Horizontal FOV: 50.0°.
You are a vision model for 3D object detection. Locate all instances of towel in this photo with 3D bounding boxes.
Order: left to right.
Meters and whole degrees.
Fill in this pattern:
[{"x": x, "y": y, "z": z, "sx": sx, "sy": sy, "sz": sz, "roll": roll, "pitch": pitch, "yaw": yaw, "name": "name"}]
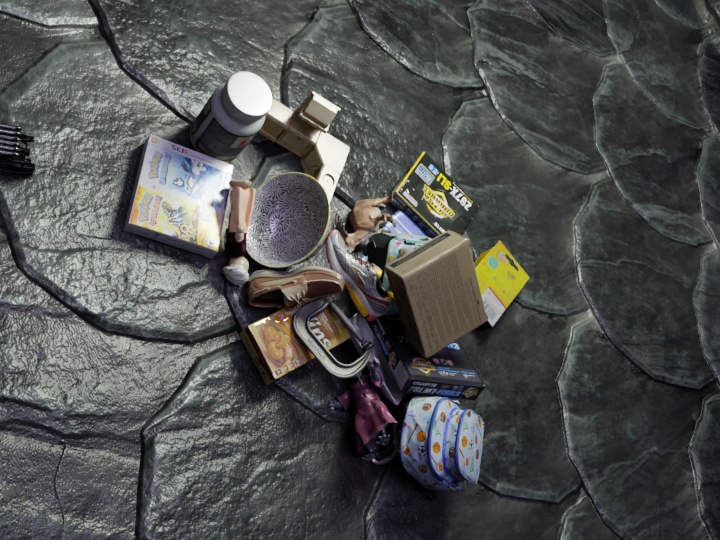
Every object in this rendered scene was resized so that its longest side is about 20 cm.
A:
[{"x": 0.091, "y": -0.031, "z": 1.762, "sx": 0.145, "sy": 0.024, "sz": 0.201, "roll": 44, "pitch": 55, "yaw": -10, "name": "towel"}]

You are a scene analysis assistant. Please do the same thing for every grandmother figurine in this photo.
[{"x": -0.238, "y": -0.073, "z": 1.515, "sx": 0.060, "sy": 0.121, "sz": 0.203, "roll": 2, "pitch": 92, "yaw": -5, "name": "grandmother figurine"}]

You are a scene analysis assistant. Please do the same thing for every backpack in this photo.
[{"x": 0.116, "y": 0.011, "z": 1.651, "sx": 0.198, "sy": 0.153, "sz": 0.178, "roll": 2, "pitch": 99, "yaw": -40, "name": "backpack"}, {"x": 0.158, "y": 0.345, "z": 1.552, "sx": 0.190, "sy": 0.153, "sz": 0.202, "roll": 36, "pitch": 52, "yaw": -45, "name": "backpack"}]

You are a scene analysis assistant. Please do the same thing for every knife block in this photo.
[{"x": -0.672, "y": -0.207, "z": 1.332, "sx": 0.197, "sy": 0.176, "sz": 0.065, "roll": -8, "pitch": 68, "yaw": 12, "name": "knife block"}]

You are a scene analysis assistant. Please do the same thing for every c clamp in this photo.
[{"x": -0.043, "y": 0.112, "z": 1.527, "sx": 0.170, "sy": 0.027, "sz": 0.201, "roll": -25, "pitch": 69, "yaw": -34, "name": "c clamp"}]

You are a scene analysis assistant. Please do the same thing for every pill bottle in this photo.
[{"x": -0.257, "y": -0.303, "z": 1.537, "sx": 0.115, "sy": 0.200, "sz": 0.118, "roll": 12, "pitch": 66, "yaw": -28, "name": "pill bottle"}]

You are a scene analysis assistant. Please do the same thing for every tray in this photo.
[{"x": 0.029, "y": 0.185, "z": 1.615, "sx": 0.201, "sy": 0.022, "sz": 0.107, "roll": 59, "pitch": 17, "yaw": 0, "name": "tray"}]

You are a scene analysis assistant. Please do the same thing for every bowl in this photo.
[{"x": -0.135, "y": -0.088, "z": 1.572, "sx": 0.094, "sy": 0.198, "sz": 0.203, "roll": 40, "pitch": 43, "yaw": -62, "name": "bowl"}]

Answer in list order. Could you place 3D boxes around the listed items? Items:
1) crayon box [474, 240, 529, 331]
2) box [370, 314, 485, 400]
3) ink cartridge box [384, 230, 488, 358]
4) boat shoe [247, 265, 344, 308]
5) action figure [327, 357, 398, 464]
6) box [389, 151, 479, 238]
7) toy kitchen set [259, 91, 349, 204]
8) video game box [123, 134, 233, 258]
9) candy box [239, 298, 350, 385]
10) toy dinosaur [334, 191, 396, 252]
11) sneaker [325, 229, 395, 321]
[{"x": 0.314, "y": 0.036, "z": 1.860, "sx": 0.127, "sy": 0.051, "sz": 0.200, "roll": 51, "pitch": 54, "yaw": -6, "name": "crayon box"}, {"x": 0.142, "y": 0.181, "z": 1.639, "sx": 0.198, "sy": 0.050, "sz": 0.199, "roll": 11, "pitch": 36, "yaw": -30, "name": "box"}, {"x": 0.154, "y": 0.047, "z": 1.545, "sx": 0.164, "sy": 0.075, "sz": 0.202, "roll": -29, "pitch": 120, "yaw": -19, "name": "ink cartridge box"}, {"x": -0.128, "y": 0.042, "z": 1.508, "sx": 0.076, "sy": 0.197, "sz": 0.072, "roll": 69, "pitch": 21, "yaw": -46, "name": "boat shoe"}, {"x": 0.020, "y": 0.266, "z": 1.549, "sx": 0.149, "sy": 0.133, "sz": 0.201, "roll": 42, "pitch": 22, "yaw": -49, "name": "action figure"}, {"x": 0.177, "y": -0.162, "z": 1.854, "sx": 0.200, "sy": 0.049, "sz": 0.160, "roll": 43, "pitch": 53, "yaw": -11, "name": "box"}, {"x": -0.123, "y": -0.249, "z": 1.624, "sx": 0.199, "sy": 0.163, "sz": 0.182, "roll": 29, "pitch": 58, "yaw": -19, "name": "toy kitchen set"}, {"x": -0.351, "y": -0.145, "z": 1.512, "sx": 0.180, "sy": 0.047, "sz": 0.202, "roll": 17, "pitch": 63, "yaw": -24, "name": "video game box"}, {"x": -0.128, "y": 0.130, "z": 1.537, "sx": 0.199, "sy": 0.055, "sz": 0.116, "roll": -26, "pitch": 84, "yaw": -36, "name": "candy box"}, {"x": 0.004, "y": -0.114, "z": 1.711, "sx": 0.201, "sy": 0.134, "sz": 0.087, "roll": -73, "pitch": 157, "yaw": -51, "name": "toy dinosaur"}, {"x": 0.000, "y": 0.000, "z": 1.551, "sx": 0.201, "sy": 0.082, "sz": 0.078, "roll": 56, "pitch": 20, "yaw": -13, "name": "sneaker"}]
